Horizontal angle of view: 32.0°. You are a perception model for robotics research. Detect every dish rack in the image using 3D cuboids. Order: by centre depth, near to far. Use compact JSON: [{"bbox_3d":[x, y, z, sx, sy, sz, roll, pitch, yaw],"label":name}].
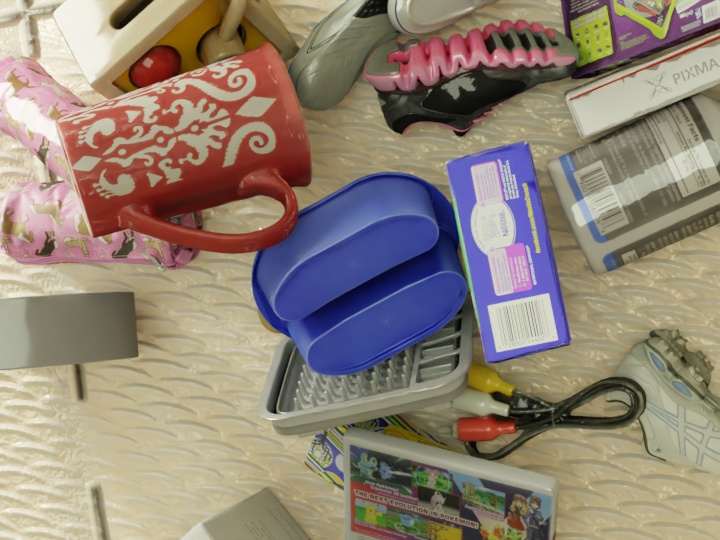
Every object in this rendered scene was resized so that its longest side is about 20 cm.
[{"bbox_3d":[0.012,0.092,1.158,0.199,0.172,0.044,-13,115,12],"label":"dish rack"}]

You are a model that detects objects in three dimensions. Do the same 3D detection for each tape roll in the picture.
[{"bbox_3d":[-0.316,0.059,1.206,0.199,0.200,0.067,-6,88,13],"label":"tape roll"}]

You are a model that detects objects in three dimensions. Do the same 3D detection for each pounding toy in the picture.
[{"bbox_3d":[-0.151,-0.226,1.160,0.200,0.184,0.143,-38,61,10],"label":"pounding toy"}]

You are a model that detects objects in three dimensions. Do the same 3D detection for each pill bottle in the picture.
[{"bbox_3d":[0.277,-0.086,1.112,0.199,0.114,0.114,-24,84,12],"label":"pill bottle"}]

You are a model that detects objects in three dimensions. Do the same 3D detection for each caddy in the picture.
[{"bbox_3d":[0.000,0.000,1.125,0.199,0.105,0.142,-28,120,3],"label":"caddy"}]

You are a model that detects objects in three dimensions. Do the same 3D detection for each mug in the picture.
[{"bbox_3d":[-0.150,-0.100,1.087,0.199,0.178,0.134,-17,125,-13],"label":"mug"}]

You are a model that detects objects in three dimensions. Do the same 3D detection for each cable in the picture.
[{"bbox_3d":[0.159,0.135,1.150,0.199,0.050,0.098,4,93,32],"label":"cable"}]

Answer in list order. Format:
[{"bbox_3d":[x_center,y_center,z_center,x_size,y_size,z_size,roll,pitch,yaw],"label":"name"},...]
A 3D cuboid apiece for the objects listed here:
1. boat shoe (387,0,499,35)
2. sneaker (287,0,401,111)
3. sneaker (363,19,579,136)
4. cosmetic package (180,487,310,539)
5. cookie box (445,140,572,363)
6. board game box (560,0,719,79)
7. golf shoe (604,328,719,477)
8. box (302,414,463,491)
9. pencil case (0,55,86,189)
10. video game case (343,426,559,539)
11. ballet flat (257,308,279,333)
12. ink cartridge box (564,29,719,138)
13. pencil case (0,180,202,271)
[{"bbox_3d":[0.118,-0.278,1.154,0.199,0.066,0.072,-28,114,-3],"label":"boat shoe"},{"bbox_3d":[0.001,-0.239,1.207,0.200,0.072,0.072,-46,39,0],"label":"sneaker"},{"bbox_3d":[0.107,-0.174,1.181,0.199,0.079,0.096,-6,126,10],"label":"sneaker"},{"bbox_3d":[-0.121,0.328,1.157,0.167,0.200,0.167,-42,81,10],"label":"cosmetic package"},{"bbox_3d":[0.129,-0.011,1.099,0.075,0.200,0.172,-12,86,7],"label":"cookie box"},{"bbox_3d":[0.246,-0.249,1.095,0.032,0.200,0.121,-10,89,-29],"label":"board game box"},{"bbox_3d":[0.307,0.151,1.135,0.097,0.078,0.200,-46,74,26],"label":"golf shoe"},{"bbox_3d":[0.051,0.197,1.177,0.199,0.064,0.070,30,123,11],"label":"box"},{"bbox_3d":[-0.294,-0.141,1.227,0.200,0.087,0.083,34,65,32],"label":"pencil case"},{"bbox_3d":[0.077,0.243,1.133,0.199,0.023,0.183,11,118,23],"label":"video game case"},{"bbox_3d":[-0.028,-0.011,1.209,0.200,0.063,0.069,-40,83,10],"label":"ballet flat"},{"bbox_3d":[0.275,-0.170,1.080,0.199,0.176,0.045,-22,96,12],"label":"ink cartridge box"},{"bbox_3d":[-0.261,-0.046,1.256,0.199,0.087,0.083,2,121,14],"label":"pencil case"}]
